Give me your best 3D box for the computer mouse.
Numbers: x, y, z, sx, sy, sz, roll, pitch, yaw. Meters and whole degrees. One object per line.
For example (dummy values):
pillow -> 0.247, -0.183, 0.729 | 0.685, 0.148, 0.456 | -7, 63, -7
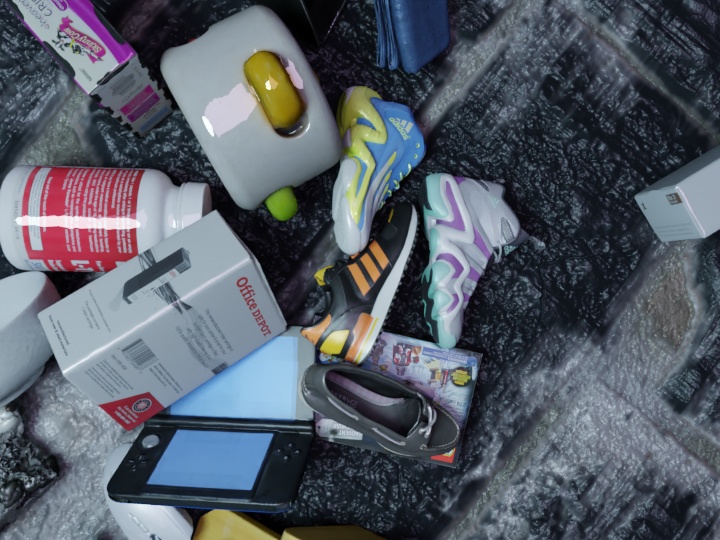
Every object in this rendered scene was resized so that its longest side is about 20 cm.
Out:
computer mouse -> -0.226, 0.283, 0.764 | 0.110, 0.044, 0.200 | -42, 80, 16

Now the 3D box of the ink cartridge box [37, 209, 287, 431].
ink cartridge box -> -0.190, 0.052, 0.709 | 0.200, 0.144, 0.084 | -32, 57, -12

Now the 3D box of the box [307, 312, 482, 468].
box -> 0.028, 0.138, 0.807 | 0.200, 0.040, 0.137 | 13, 91, -5

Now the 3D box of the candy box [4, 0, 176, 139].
candy box -> -0.267, -0.218, 0.699 | 0.061, 0.200, 0.136 | -41, 92, -4

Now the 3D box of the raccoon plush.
raccoon plush -> -0.429, 0.224, 0.750 | 0.200, 0.097, 0.134 | -44, 86, -3

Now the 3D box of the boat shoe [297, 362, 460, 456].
boat shoe -> 0.030, 0.149, 0.736 | 0.200, 0.057, 0.067 | 24, 64, -18

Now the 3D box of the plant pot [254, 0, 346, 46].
plant pot -> -0.088, -0.390, 0.726 | 0.177, 0.200, 0.200 | 26, 88, 9

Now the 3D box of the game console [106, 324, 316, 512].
game console -> -0.154, 0.148, 0.739 | 0.200, 0.171, 0.119 | 0, 117, 10

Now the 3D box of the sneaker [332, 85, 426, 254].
sneaker -> 0.026, -0.112, 0.771 | 0.105, 0.076, 0.200 | 5, 73, -12

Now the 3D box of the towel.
towel -> 0.049, -0.323, 0.743 | 0.112, 0.048, 0.200 | -43, 133, -40

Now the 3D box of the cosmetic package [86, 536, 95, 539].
cosmetic package -> -0.327, 0.415, 0.764 | 0.200, 0.052, 0.151 | -39, 95, 5

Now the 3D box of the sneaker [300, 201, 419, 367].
sneaker -> 0.000, 0.000, 0.770 | 0.090, 0.070, 0.200 | 21, 70, -3

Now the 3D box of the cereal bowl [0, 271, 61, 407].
cereal bowl -> -0.386, 0.089, 0.705 | 0.200, 0.200, 0.083 | -25, 115, -4

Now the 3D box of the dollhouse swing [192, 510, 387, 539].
dollhouse swing -> -0.087, 0.380, 0.804 | 0.182, 0.176, 0.200 | 19, 88, -46

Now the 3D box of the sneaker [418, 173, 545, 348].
sneaker -> 0.142, -0.013, 0.791 | 0.140, 0.078, 0.200 | 0, 84, -6

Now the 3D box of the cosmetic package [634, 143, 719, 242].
cosmetic package -> 0.437, -0.111, 0.808 | 0.200, 0.102, 0.074 | -32, 92, -3

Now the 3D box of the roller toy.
roller toy -> -0.106, -0.170, 0.719 | 0.140, 0.200, 0.183 | -30, 60, -5

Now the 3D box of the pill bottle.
pill bottle -> -0.264, -0.054, 0.745 | 0.200, 0.112, 0.113 | 1, 91, -4
